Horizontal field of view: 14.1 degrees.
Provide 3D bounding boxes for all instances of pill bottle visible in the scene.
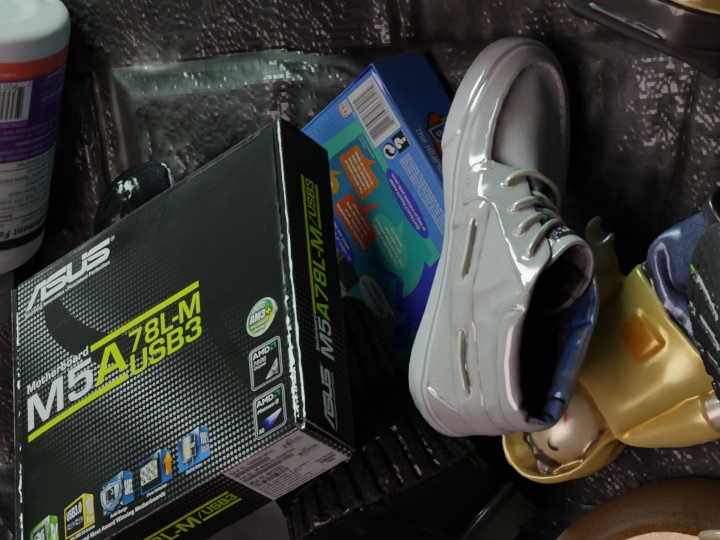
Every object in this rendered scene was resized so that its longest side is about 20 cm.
[{"bbox_3d":[-0.234,-0.065,1.702,0.111,0.111,0.201,29,121,33],"label":"pill bottle"}]

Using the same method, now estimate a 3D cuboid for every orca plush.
[{"bbox_3d":[-0.138,0.037,1.623,0.105,0.071,0.201,-124,32,-42],"label":"orca plush"}]

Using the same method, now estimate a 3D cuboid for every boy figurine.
[{"bbox_3d":[0.138,0.034,1.421,0.200,0.064,0.125,-43,74,38],"label":"boy figurine"}]

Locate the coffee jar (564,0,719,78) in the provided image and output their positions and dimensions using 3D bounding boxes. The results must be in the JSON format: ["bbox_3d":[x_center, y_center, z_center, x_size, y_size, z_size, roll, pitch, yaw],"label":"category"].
[{"bbox_3d":[0.159,-0.193,1.315,0.104,0.085,0.201,29,120,30],"label":"coffee jar"}]

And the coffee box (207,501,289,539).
[{"bbox_3d":[-0.082,0.210,1.637,0.113,0.080,0.201,39,140,26],"label":"coffee box"}]

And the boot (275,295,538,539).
[{"bbox_3d":[-0.031,0.133,1.483,0.158,0.211,0.079,46,166,0],"label":"boot"}]

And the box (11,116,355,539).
[{"bbox_3d":[-0.094,0.049,1.475,0.200,0.047,0.194,-30,48,29],"label":"box"}]

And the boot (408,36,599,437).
[{"bbox_3d":[0.085,-0.017,1.405,0.095,0.073,0.201,-1,78,57],"label":"boot"}]

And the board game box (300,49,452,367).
[{"bbox_3d":[0.000,0.000,1.550,0.200,0.045,0.153,-39,77,42],"label":"board game box"}]

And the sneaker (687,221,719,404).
[{"bbox_3d":[0.206,0.056,1.330,0.074,0.081,0.201,-110,-4,-60],"label":"sneaker"}]

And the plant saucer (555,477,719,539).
[{"bbox_3d":[0.151,0.197,1.410,0.199,0.035,0.201,-7,73,25],"label":"plant saucer"}]

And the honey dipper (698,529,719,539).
[{"bbox_3d":[0.165,0.222,1.354,0.038,0.038,0.201,-3,75,43],"label":"honey dipper"}]
